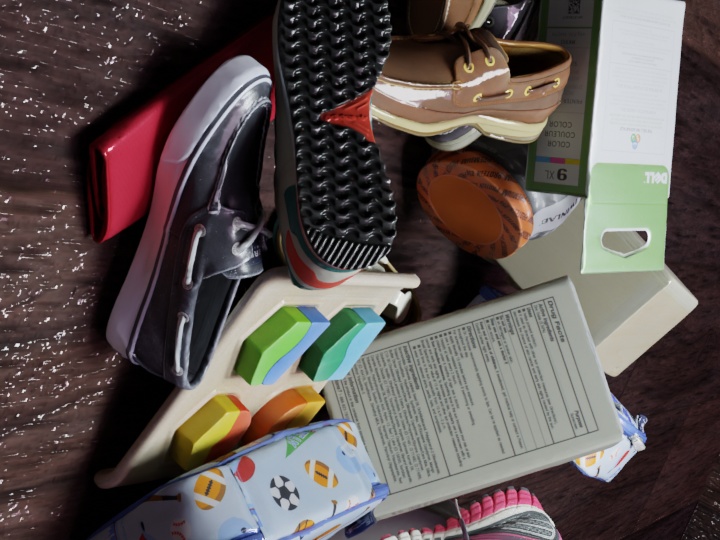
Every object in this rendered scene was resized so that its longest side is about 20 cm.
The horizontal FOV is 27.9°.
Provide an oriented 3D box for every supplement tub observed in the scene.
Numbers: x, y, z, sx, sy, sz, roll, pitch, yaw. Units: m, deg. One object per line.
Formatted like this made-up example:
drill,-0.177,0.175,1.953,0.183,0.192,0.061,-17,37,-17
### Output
supplement tub,0.138,-0.108,1.141,0.200,0.123,0.123,-49,152,-30

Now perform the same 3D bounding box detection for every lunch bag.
lunch bag,-0.083,0.172,0.971,0.160,0.076,0.200,-39,161,33
lunch bag,0.171,0.104,1.306,0.076,0.200,0.160,-47,157,3

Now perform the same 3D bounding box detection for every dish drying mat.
dish drying mat,-0.085,-0.094,0.839,0.200,0.018,0.077,-44,152,-38

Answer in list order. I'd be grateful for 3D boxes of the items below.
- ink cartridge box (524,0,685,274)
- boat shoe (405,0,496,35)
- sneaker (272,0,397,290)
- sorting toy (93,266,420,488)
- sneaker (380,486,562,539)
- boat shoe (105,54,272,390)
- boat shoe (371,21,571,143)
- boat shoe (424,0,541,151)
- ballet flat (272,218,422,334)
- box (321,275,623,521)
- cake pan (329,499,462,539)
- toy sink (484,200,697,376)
ink cartridge box,0.175,-0.101,1.049,0.104,0.059,0.200,-2,97,-46
boat shoe,0.053,-0.228,0.927,0.074,0.076,0.200,-13,141,-25
sneaker,-0.026,-0.082,0.840,0.093,0.070,0.200,137,-48,-61
sorting toy,-0.059,0.074,0.954,0.200,0.036,0.185,-48,159,18
sneaker,0.060,0.234,1.096,0.200,0.075,0.081,-24,138,-10
boat shoe,-0.082,-0.022,0.820,0.072,0.068,0.200,-21,140,-61
boat shoe,0.060,-0.132,0.947,0.200,0.072,0.068,1,135,-43
boat shoe,0.094,-0.183,1.051,0.200,0.072,0.065,-58,141,-3
ballet flat,0.000,0.000,1.047,0.069,0.063,0.200,-62,156,-7
box,0.079,0.100,1.089,0.200,0.128,0.109,-17,168,-1
cake pan,0.018,0.250,1.208,0.037,0.200,0.200,-85,-177,-55
toy sink,0.183,-0.016,1.286,0.112,0.200,0.130,-42,158,10
